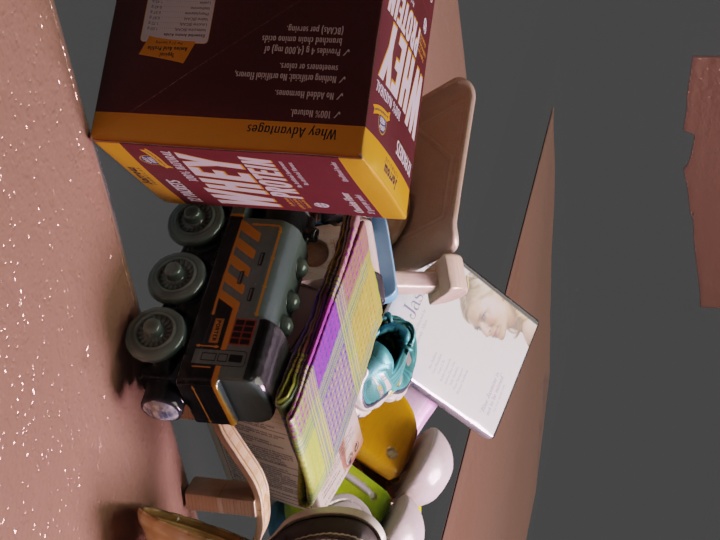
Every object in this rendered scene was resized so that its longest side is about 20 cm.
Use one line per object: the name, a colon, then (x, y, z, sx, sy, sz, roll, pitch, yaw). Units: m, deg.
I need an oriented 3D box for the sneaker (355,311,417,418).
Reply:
sneaker: (0.024, 0.078, 1.341, 0.080, 0.077, 0.200, -48, 178, 18)

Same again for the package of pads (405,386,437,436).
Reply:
package of pads: (0.054, 0.124, 1.568, 0.201, 0.075, 0.121, -53, 176, -23)

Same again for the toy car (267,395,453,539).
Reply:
toy car: (-0.022, 0.202, 1.381, 0.150, 0.174, 0.201, -46, -169, 44)

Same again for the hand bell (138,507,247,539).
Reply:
hand bell: (-0.145, 0.286, 1.053, 0.104, 0.103, 0.202, 35, 73, -72)

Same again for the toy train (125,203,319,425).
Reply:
toy train: (-0.099, 0.025, 1.080, 0.086, 0.112, 0.202, 75, 24, -51)

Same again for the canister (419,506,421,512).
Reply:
canister: (0.000, 0.306, 1.577, 0.200, 0.085, 0.151, -18, 111, -72)

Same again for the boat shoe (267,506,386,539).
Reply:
boat shoe: (-0.067, 0.244, 1.125, 0.072, 0.200, 0.061, 54, 32, -14)

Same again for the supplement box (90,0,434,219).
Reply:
supplement box: (-0.060, -0.157, 1.020, 0.133, 0.195, 0.203, 47, 50, -69)

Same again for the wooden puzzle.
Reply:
wooden puzzle: (0.048, -0.080, 1.489, 0.037, 0.184, 0.202, 27, 54, -32)

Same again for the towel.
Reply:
towel: (-0.022, 0.066, 1.119, 0.144, 0.022, 0.202, 79, 24, -52)

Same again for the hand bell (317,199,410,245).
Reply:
hand bell: (-0.037, -0.094, 1.375, 0.200, 0.103, 0.105, 41, 54, -57)

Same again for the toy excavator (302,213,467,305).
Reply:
toy excavator: (0.000, 0.000, 1.322, 0.200, 0.192, 0.101, 71, 8, -76)

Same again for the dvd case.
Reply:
dvd case: (0.097, 0.067, 1.507, 0.199, 0.017, 0.144, 36, 69, -31)

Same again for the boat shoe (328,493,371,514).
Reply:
boat shoe: (-0.062, 0.279, 1.246, 0.201, 0.074, 0.060, -55, -176, -25)

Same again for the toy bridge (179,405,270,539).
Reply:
toy bridge: (-0.108, 0.183, 1.176, 0.027, 0.066, 0.202, -59, 150, -59)

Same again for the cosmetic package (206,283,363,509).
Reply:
cosmetic package: (-0.071, 0.101, 1.201, 0.088, 0.102, 0.201, -57, 152, -34)
